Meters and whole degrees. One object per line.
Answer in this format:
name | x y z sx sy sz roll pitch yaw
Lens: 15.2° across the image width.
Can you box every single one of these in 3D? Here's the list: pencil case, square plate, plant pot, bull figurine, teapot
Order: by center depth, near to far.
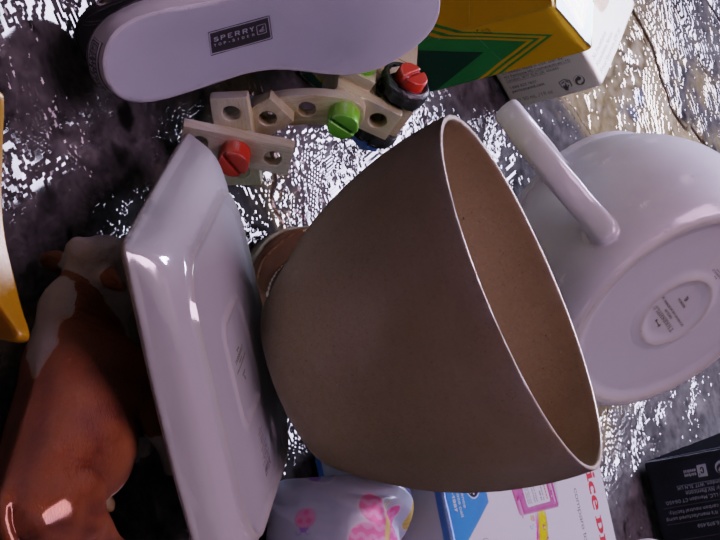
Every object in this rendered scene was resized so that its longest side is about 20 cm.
bull figurine | -0.131 0.077 1.317 0.121 0.065 0.200 55 37 -35
square plate | -0.072 0.047 1.373 0.200 0.028 0.199 -73 151 -70
plant pot | 0.026 0.035 1.424 0.200 0.134 0.200 59 17 -29
pencil case | -0.014 0.208 1.440 0.091 0.083 0.200 52 37 -58
teapot | 0.164 -0.021 1.754 0.197 0.200 0.146 -12 48 -31

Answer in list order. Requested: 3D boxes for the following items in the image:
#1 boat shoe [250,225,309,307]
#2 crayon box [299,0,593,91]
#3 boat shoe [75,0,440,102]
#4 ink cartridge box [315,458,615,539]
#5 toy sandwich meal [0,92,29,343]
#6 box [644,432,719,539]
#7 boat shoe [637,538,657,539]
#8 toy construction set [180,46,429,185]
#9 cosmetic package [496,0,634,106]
boat shoe | 0.000 0.000 1.549 0.200 0.072 0.076 -29 103 -57
crayon box | 0.057 -0.209 1.624 0.058 0.172 0.200 38 48 -46
boat shoe | -0.058 -0.135 1.440 0.200 0.066 0.070 -17 121 -20
ink cartridge box | 0.071 0.157 1.593 0.200 0.085 0.145 -7 84 -60
toy sandwich meal | -0.215 -0.033 1.217 0.205 0.070 0.206 28 55 -51
box | 0.314 0.206 1.929 0.200 0.124 0.197 -10 86 -59
boat shoe | 0.173 0.266 1.743 0.068 0.072 0.200 32 61 -49
toy construction set | -0.030 -0.131 1.515 0.131 0.092 0.200 24 54 -17
cosmetic package | 0.101 -0.220 1.797 0.200 0.071 0.105 57 36 -29
